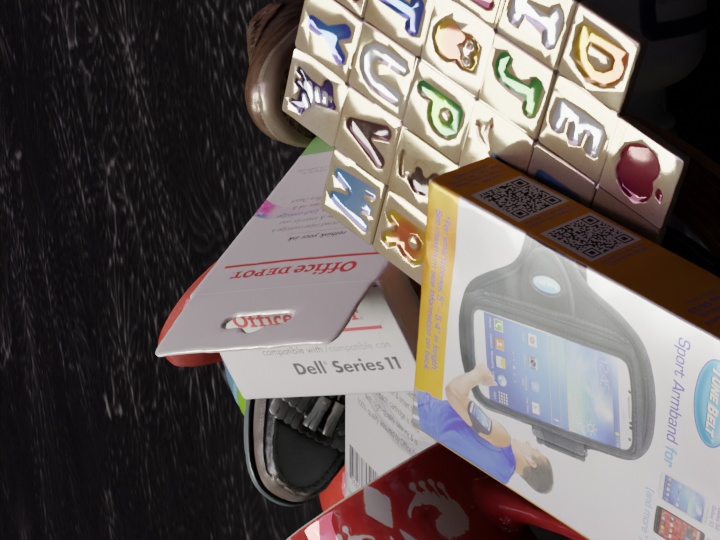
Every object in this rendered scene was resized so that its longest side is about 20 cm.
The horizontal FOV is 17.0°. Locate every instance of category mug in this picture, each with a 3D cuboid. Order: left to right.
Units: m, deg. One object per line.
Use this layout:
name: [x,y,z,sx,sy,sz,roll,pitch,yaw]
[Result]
mug: [0.075,0.179,1.157,0.200,0.177,0.133,57,178,9]

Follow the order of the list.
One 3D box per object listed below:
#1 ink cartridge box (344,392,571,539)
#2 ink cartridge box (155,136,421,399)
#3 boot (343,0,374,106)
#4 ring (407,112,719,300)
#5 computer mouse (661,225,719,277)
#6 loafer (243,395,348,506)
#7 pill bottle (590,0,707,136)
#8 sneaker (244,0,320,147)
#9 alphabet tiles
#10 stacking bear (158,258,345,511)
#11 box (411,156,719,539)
ink cartridge box: [0.054,0.084,1.287,0.147,0.083,0.201,-138,45,-59]
ink cartridge box: [0.000,0.000,1.170,0.117,0.200,0.067,-5,124,36]
boot: [0.001,-0.190,1.072,0.165,0.065,0.201,-93,-4,-65]
ring: [0.100,0.009,1.037,0.200,0.019,0.201,22,140,20]
computer mouse: [0.131,0.072,1.016,0.140,0.046,0.200,30,140,12]
loafer: [-0.010,0.036,1.369,0.063,0.072,0.201,-24,42,60]
pill bottle: [0.091,-0.133,1.050,0.120,0.119,0.201,-152,58,-66]
sneaker: [-0.033,-0.112,1.316,0.200,0.075,0.071,-43,-53,-62]
alphabet tiles: [0.045,-0.057,0.989,0.200,0.006,0.167,38,132,28]
stacking bear: [-0.018,0.080,1.455,0.200,0.121,0.114,56,130,34]
box: [0.101,0.048,0.937,0.200,0.041,0.119,32,130,41]
